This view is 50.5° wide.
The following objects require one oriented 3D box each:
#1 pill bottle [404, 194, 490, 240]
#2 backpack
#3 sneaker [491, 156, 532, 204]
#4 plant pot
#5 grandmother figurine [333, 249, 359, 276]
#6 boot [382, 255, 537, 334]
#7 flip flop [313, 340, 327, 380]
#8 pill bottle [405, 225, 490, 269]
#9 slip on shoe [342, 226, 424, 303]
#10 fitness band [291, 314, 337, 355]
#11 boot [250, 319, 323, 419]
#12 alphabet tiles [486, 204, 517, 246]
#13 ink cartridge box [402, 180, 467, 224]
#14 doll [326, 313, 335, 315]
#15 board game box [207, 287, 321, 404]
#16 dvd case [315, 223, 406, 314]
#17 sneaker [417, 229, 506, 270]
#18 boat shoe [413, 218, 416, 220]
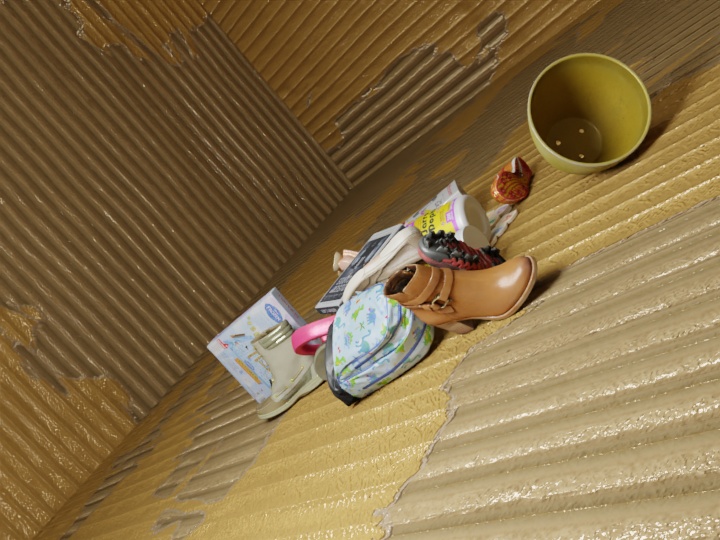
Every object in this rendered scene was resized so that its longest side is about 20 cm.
[{"bbox_3d":[0.144,-0.061,1.469,0.199,0.105,0.104,-26,18,35],"label":"pill bottle"},{"bbox_3d":[0.030,0.106,1.252,0.198,0.154,0.165,-20,46,26],"label":"backpack"},{"bbox_3d":[0.303,-0.170,1.568,0.077,0.073,0.200,-44,-2,31],"label":"sneaker"},{"bbox_3d":[0.377,-0.244,1.304,0.200,0.200,0.142,-43,-15,-8],"label":"plant pot"},{"bbox_3d":[0.043,-0.009,1.628,0.121,0.197,0.062,35,-119,-71],"label":"grandmother figurine"},{"bbox_3d":[0.141,0.015,1.101,0.199,0.154,0.078,-34,39,46],"label":"boot"},{"bbox_3d":[-0.019,0.162,1.408,0.199,0.081,0.058,-27,32,39],"label":"flip flop"},{"bbox_3d":[0.133,0.004,1.339,0.199,0.112,0.112,-34,12,38],"label":"pill bottle"},{"bbox_3d":[0.045,0.011,1.304,0.200,0.061,0.076,-46,-24,25],"label":"slip on shoe"},{"bbox_3d":[-0.036,0.117,1.465,0.197,0.038,0.144,-19,-17,4],"label":"fitness band"},{"bbox_3d":[-0.176,0.204,1.565,0.199,0.155,0.072,-37,11,23],"label":"boot"},{"bbox_3d":[0.225,-0.059,1.528,0.200,0.015,0.195,-48,12,-28],"label":"alphabet tiles"},{"bbox_3d":[0.166,-0.100,1.719,0.200,0.086,0.148,-41,10,13],"label":"ink cartridge box"},{"bbox_3d":[-0.009,0.086,1.540,0.200,0.135,0.049,-42,45,54],"label":"doll"},{"bbox_3d":[-0.190,0.172,1.627,0.199,0.200,0.041,-37,10,19],"label":"board game box"},{"bbox_3d":[0.000,0.000,1.461,0.201,0.025,0.150,-51,12,-17],"label":"dvd case"},{"bbox_3d":[0.150,0.000,1.186,0.098,0.199,0.071,-51,48,23],"label":"sneaker"},{"bbox_3d":[0.136,-0.083,1.580,0.198,0.071,0.073,-18,52,38],"label":"boat shoe"}]
